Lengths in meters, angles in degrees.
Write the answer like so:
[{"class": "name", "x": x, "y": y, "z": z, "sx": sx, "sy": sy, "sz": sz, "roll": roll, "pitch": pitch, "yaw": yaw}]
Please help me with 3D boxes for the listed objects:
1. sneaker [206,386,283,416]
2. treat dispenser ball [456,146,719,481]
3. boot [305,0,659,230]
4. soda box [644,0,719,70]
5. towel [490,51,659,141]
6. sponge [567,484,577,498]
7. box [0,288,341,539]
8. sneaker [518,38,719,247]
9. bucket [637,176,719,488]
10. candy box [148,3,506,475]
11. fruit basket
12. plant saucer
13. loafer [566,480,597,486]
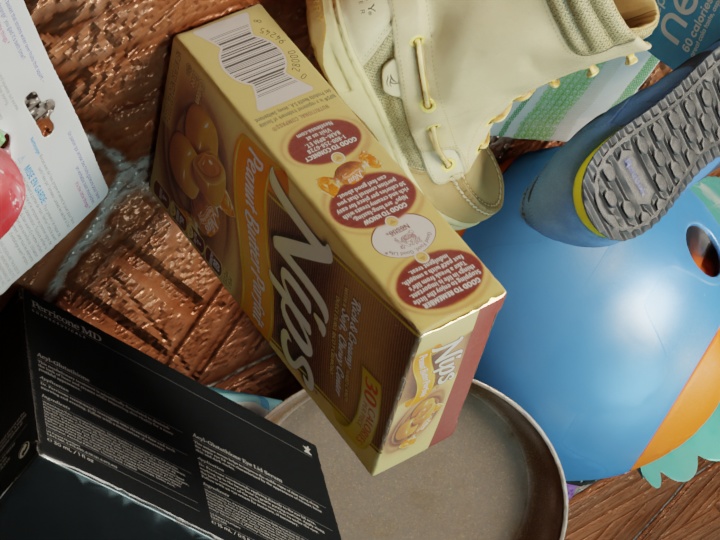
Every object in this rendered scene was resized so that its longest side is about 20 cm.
[{"class": "sneaker", "x": -0.096, "y": 0.132, "z": 1.236, "sx": 0.200, "sy": 0.079, "sz": 0.131, "roll": 20, "pitch": 81, "yaw": -60}, {"class": "treat dispenser ball", "x": 0.129, "y": 0.025, "z": 1.273, "sx": 0.201, "sy": 0.201, "sz": 0.201, "roll": -30, "pitch": 154, "yaw": -17}, {"class": "boot", "x": 0.078, "y": -0.098, "z": 1.062, "sx": 0.155, "sy": 0.073, "sz": 0.200, "roll": -16, "pitch": 143, "yaw": 17}, {"class": "soda box", "x": 0.221, "y": -0.198, "z": 1.144, "sx": 0.064, "sy": 0.068, "sz": 0.200, "roll": -12, "pitch": 135, "yaw": -43}, {"class": "towel", "x": 0.111, "y": -0.136, "z": 1.192, "sx": 0.200, "sy": 0.031, "sz": 0.149, "roll": 1, "pitch": 132, "yaw": -50}, {"class": "sponge", "x": 0.104, "y": 0.144, "z": 1.544, "sx": 0.030, "sy": 0.112, "sz": 0.200, "roll": -20, "pitch": 149, "yaw": -30}, {"class": "box", "x": -0.107, "y": 0.115, "z": 1.083, "sx": 0.200, "sy": 0.141, "sz": 0.079, "roll": 31, "pitch": 114, "yaw": -28}, {"class": "sneaker", "x": 0.166, "y": -0.077, "z": 1.126, "sx": 0.200, "sy": 0.066, "sz": 0.078, "roll": -33, "pitch": -165, "yaw": -25}, {"class": "bucket", "x": 0.241, "y": 0.040, "z": 1.525, "sx": 0.207, "sy": 0.135, "sz": 0.207, "roll": -30, "pitch": 154, "yaw": -16}, {"class": "candy box", "x": -0.021, "y": -0.016, "z": 1.006, "sx": 0.055, "sy": 0.200, "sz": 0.116, "roll": -24, "pitch": 151, "yaw": -28}, {"class": "fruit basket", "x": -0.206, "y": -0.016, "z": 0.925, "sx": 0.200, "sy": 0.094, "sz": 0.185, "roll": -49, "pitch": 158, "yaw": -15}, {"class": "plant saucer", "x": 0.018, "y": 0.134, "z": 1.213, "sx": 0.199, "sy": 0.032, "sz": 0.201, "roll": -1, "pitch": 117, "yaw": -2}, {"class": "loafer", "x": 0.162, "y": 0.045, "z": 1.409, "sx": 0.072, "sy": 0.073, "sz": 0.201, "roll": 124, "pitch": -17, "yaw": -84}]
